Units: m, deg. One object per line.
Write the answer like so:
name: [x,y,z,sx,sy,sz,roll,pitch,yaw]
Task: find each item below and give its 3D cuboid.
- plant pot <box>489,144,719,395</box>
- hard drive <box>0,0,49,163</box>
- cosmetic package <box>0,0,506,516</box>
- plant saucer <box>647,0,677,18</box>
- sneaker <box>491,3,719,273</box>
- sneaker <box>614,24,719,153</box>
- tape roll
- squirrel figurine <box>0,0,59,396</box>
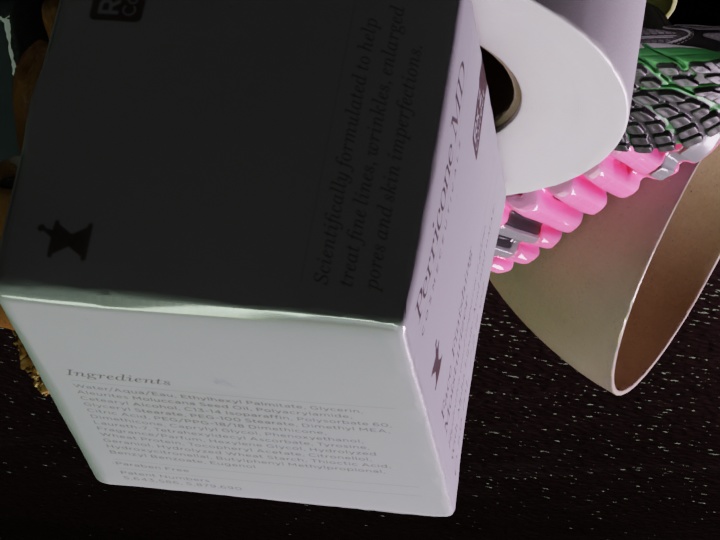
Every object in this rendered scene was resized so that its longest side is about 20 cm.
plant pot: [0.128,-0.050,1.531,0.134,0.200,0.200,27,170,15]
hard drive: [-0.246,-0.121,1.464,0.200,0.033,0.140,22,139,25]
cosmetic package: [-0.037,-0.014,1.155,0.165,0.165,0.200,5,155,10]
plant saucer: [0.062,-0.159,1.410,0.200,0.031,0.200,7,165,2]
sneaker: [0.088,-0.068,1.421,0.200,0.095,0.079,-29,155,18]
sneaker: [0.105,-0.111,1.339,0.200,0.085,0.078,8,159,38]
tape roll: [0.028,-0.139,1.224,0.202,0.139,0.203,9,154,4]
squirrel figurine: [-0.119,-0.016,1.355,0.141,0.187,0.200,12,133,18]
